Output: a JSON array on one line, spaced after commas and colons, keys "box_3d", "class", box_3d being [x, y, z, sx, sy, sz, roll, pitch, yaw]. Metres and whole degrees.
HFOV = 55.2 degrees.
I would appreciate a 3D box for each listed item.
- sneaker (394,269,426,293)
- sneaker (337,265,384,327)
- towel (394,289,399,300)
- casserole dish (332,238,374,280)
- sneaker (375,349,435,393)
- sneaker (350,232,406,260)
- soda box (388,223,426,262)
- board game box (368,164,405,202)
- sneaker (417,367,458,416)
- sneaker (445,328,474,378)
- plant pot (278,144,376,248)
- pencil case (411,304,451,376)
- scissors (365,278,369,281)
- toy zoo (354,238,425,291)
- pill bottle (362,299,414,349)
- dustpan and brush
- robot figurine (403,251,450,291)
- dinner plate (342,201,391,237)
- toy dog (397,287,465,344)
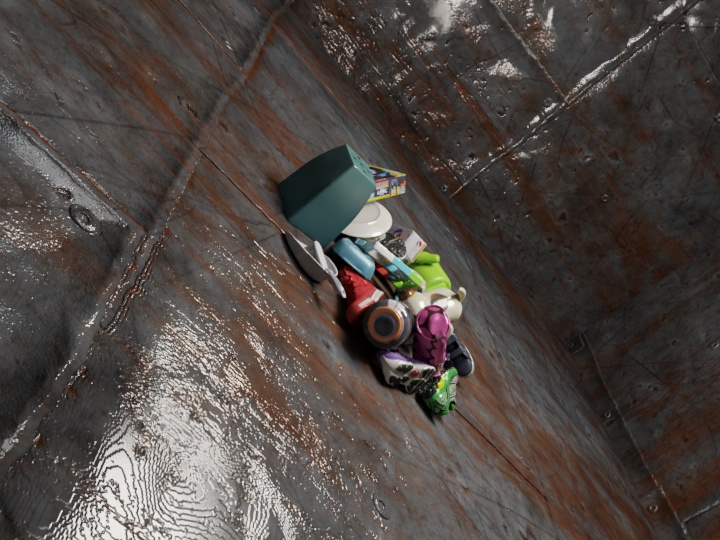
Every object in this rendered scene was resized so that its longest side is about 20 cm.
[{"box_3d": [0.092, 0.009, 1.892, 0.199, 0.076, 0.087, 41, 16, 30], "class": "sneaker"}, {"box_3d": [-0.023, 0.055, 1.560, 0.115, 0.079, 0.200, 40, 13, 6], "class": "sneaker"}, {"box_3d": [0.145, 0.119, 1.920, 0.147, 0.022, 0.200, 52, 17, -9], "class": "towel"}, {"box_3d": [-0.012, -0.034, 1.680, 0.121, 0.039, 0.200, 40, 3, -4], "class": "casserole dish"}, {"box_3d": [0.101, 0.214, 1.547, 0.084, 0.081, 0.199, 50, 10, 35], "class": "sneaker"}, {"box_3d": [0.048, -0.066, 1.809, 0.071, 0.074, 0.199, -19, 35, -35], "class": "sneaker"}, {"box_3d": [0.104, -0.086, 1.980, 0.064, 0.068, 0.199, 43, -8, -28], "class": "soda box"}, {"box_3d": [0.000, -0.248, 1.902, 0.198, 0.058, 0.164, 21, 27, 39], "class": "board game box"}, {"box_3d": [0.195, 0.295, 1.658, 0.086, 0.077, 0.199, 63, 24, 1], "class": "sneaker"}, {"box_3d": [0.242, 0.205, 1.902, 0.202, 0.078, 0.079, 60, 8, 21], "class": "sneaker"}, {"box_3d": [-0.070, -0.191, 1.649, 0.141, 0.199, 0.143, 37, 23, -41], "class": "plant pot"}, {"box_3d": [0.164, 0.163, 1.575, 0.201, 0.089, 0.095, 82, -5, -59], "class": "pencil case"}, {"box_3d": [0.000, 0.000, 1.787, 0.073, 0.014, 0.202, 39, 24, -47], "class": "scissors"}, {"box_3d": [0.064, -0.017, 1.771, 0.199, 0.021, 0.131, 39, -17, -13], "class": "toy zoo"}, {"box_3d": [0.062, 0.116, 1.503, 0.107, 0.105, 0.200, 55, 4, 7], "class": "pill bottle"}, {"box_3d": [-0.083, -0.005, 1.497, 0.139, 0.057, 0.202, 33, 27, -49], "class": "dustpan and brush"}, {"box_3d": [0.194, 0.026, 2.053, 0.177, 0.114, 0.201, 75, -11, -46], "class": "robot figurine"}, {"box_3d": [-0.011, -0.155, 1.826, 0.196, 0.025, 0.202, 7, 37, -6], "class": "dinner plate"}, {"box_3d": [0.160, 0.110, 1.707, 0.198, 0.192, 0.142, 3, 64, -51], "class": "toy dog"}]
